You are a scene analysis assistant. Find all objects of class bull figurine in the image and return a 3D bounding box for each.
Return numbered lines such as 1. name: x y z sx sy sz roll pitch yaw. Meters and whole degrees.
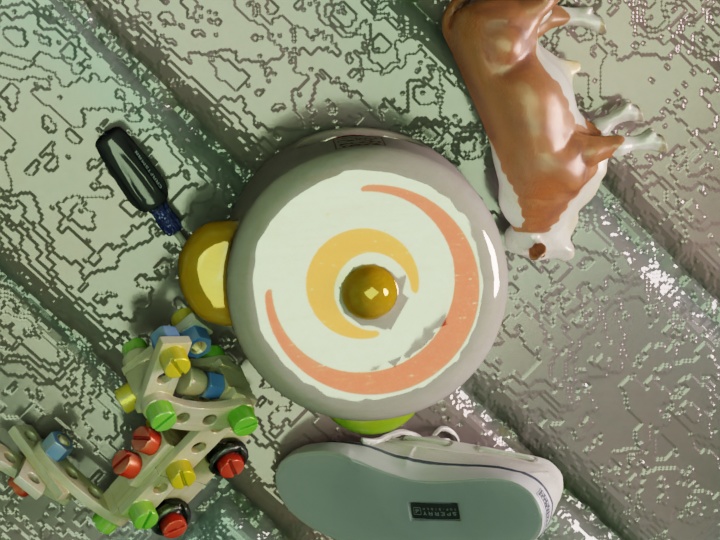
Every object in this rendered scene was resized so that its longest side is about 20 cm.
1. bull figurine: 0.128 -0.102 1.375 0.121 0.065 0.200 -24 105 -3

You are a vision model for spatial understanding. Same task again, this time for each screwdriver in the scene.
1. screwdriver: -0.116 -0.013 1.395 0.028 0.029 0.200 -34 102 4

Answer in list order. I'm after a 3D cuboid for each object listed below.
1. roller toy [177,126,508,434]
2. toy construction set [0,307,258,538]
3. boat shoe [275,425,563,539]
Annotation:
1. roller toy: 0.000 0.000 1.348 0.200 0.140 0.182 42 96 -11
2. toy construction set: -0.149 0.113 1.374 0.200 0.092 0.131 -35 142 27
3. boat shoe: 0.045 0.141 1.419 0.202 0.086 0.075 0 109 26
